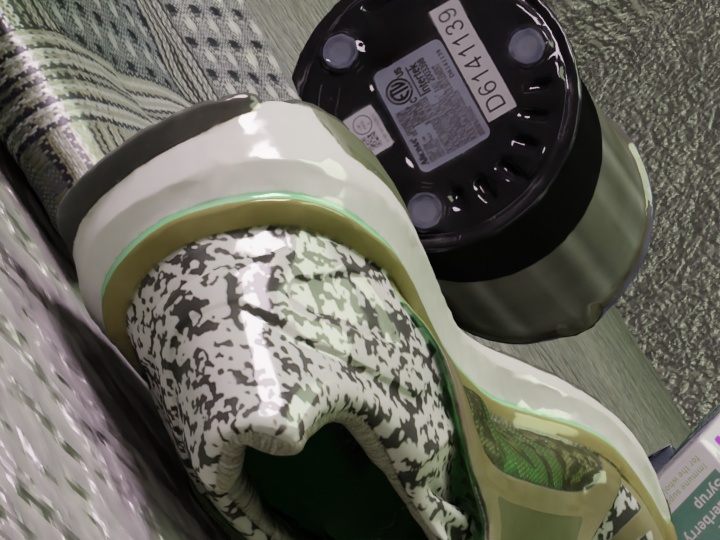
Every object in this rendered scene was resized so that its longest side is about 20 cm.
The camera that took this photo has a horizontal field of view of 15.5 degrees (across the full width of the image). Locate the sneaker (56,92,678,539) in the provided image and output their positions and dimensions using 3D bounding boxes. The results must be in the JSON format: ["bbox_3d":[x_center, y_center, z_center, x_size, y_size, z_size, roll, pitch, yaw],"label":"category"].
[{"bbox_3d":[0.009,0.056,0.538,0.200,0.077,0.089,44,25,-41],"label":"sneaker"}]

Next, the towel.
[{"bbox_3d":[-0.059,-0.070,0.649,0.193,0.035,0.200,58,13,17],"label":"towel"}]

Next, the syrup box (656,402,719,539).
[{"bbox_3d":[0.198,0.102,1.305,0.081,0.079,0.200,44,28,8],"label":"syrup box"}]

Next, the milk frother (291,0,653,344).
[{"bbox_3d":[0.085,-0.083,1.103,0.188,0.200,0.181,39,39,-71],"label":"milk frother"}]

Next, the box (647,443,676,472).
[{"bbox_3d":[0.208,0.204,1.368,0.158,0.051,0.200,49,10,-52],"label":"box"}]
